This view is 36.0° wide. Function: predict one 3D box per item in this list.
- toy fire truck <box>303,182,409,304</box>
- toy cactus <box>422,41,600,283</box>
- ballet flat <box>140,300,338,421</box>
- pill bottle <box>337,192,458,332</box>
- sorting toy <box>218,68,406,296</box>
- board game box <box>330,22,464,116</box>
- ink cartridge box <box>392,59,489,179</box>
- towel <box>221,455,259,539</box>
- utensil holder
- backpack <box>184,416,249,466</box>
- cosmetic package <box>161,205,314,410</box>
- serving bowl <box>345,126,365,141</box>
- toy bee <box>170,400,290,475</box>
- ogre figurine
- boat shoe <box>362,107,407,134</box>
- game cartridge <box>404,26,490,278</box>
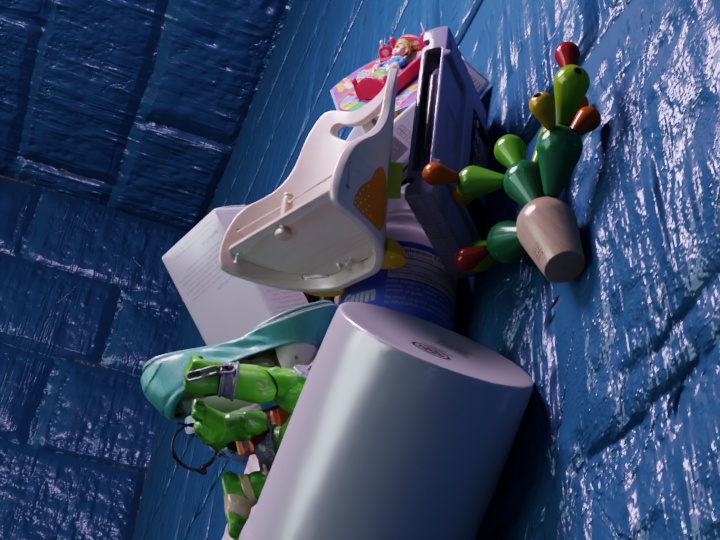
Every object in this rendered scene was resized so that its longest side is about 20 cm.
[{"bbox_3d":[0.000,0.000,1.218,0.168,0.112,0.200,-26,36,47],"label":"toy fire truck"},{"bbox_3d":[0.127,-0.061,0.847,0.200,0.102,0.165,-55,31,30],"label":"toy cactus"},{"bbox_3d":[-0.098,0.090,1.012,0.071,0.200,0.067,60,157,29],"label":"ballet flat"},{"bbox_3d":[0.035,0.030,1.029,0.112,0.112,0.200,124,158,-51],"label":"pill bottle"},{"bbox_3d":[-0.017,-0.085,0.979,0.200,0.107,0.181,-24,46,53],"label":"sorting toy"},{"bbox_3d":[0.036,-0.239,1.287,0.200,0.158,0.039,-105,-8,-63],"label":"board game box"},{"bbox_3d":[0.034,-0.111,1.161,0.200,0.044,0.174,-45,-6,-33],"label":"ink cartridge box"},{"bbox_3d":[-0.120,0.298,1.148,0.200,0.032,0.191,-108,36,-65],"label":"towel"},{"bbox_3d":[0.020,0.145,0.828,0.170,0.169,0.201,-127,57,-74],"label":"utensil holder"},{"bbox_3d":[-0.165,0.183,1.579,0.200,0.147,0.184,133,154,-67],"label":"backpack"},{"bbox_3d":[-0.117,0.040,1.169,0.102,0.074,0.200,-37,75,32],"label":"cosmetic package"},{"bbox_3d":[0.002,-0.085,1.404,0.200,0.066,0.201,-163,90,-77],"label":"serving bowl"},{"bbox_3d":[-0.080,0.145,1.065,0.109,0.199,0.131,138,142,-70],"label":"toy bee"},{"bbox_3d":[-0.070,0.154,0.958,0.098,0.120,0.201,-6,-101,-86],"label":"ogre figurine"},{"bbox_3d":[0.055,-0.200,1.341,0.068,0.075,0.200,-32,19,21],"label":"boat shoe"},{"bbox_3d":[0.084,-0.108,1.013,0.038,0.130,0.200,-11,52,25],"label":"game cartridge"}]
